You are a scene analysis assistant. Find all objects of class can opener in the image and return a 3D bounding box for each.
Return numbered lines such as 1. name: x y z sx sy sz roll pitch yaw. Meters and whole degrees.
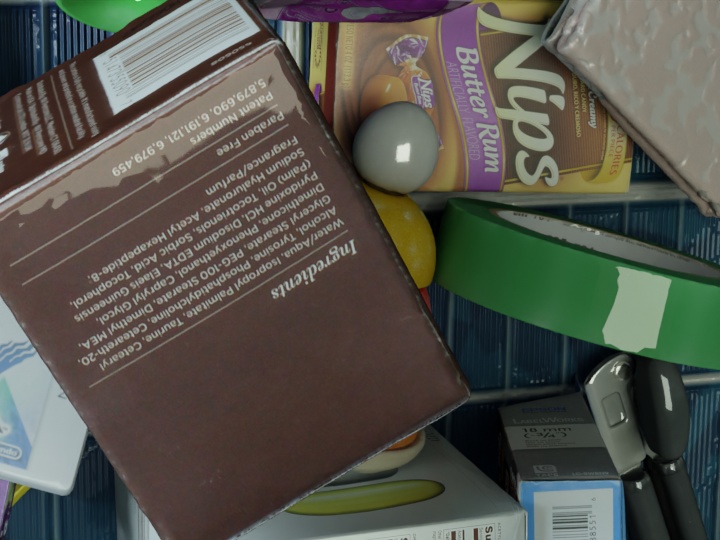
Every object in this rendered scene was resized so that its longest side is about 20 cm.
1. can opener: 0.197 0.144 1.192 0.052 0.066 0.202 -24 113 -13

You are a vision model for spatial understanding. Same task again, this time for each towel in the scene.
1. towel: 0.211 -0.164 1.102 0.191 0.032 0.201 38 76 -36

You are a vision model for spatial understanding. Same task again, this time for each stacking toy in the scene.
1. stacking toy: 0.000 0.000 1.032 0.145 0.146 0.202 17 106 -21

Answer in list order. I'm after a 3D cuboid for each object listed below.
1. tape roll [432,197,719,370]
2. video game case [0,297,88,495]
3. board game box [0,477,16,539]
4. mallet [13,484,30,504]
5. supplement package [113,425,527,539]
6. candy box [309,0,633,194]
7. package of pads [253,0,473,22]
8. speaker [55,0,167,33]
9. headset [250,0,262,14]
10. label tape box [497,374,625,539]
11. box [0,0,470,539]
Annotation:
1. tape roll: 0.141 0.006 1.066 0.199 0.200 0.049 11 99 -20
2. video game case: -0.223 0.003 0.949 0.198 0.022 0.184 18 74 -16
3. board game box: -0.235 0.058 0.979 0.119 0.032 0.202 11 76 -3
4. mallet: -0.192 0.110 1.070 0.200 0.066 0.041 -50 123 -19
5. supplement package: -0.028 0.187 1.053 0.198 0.191 0.149 -5 104 -18
6. candy box: 0.070 -0.108 1.095 0.198 0.056 0.118 -1 101 -20
7. package of pads: -0.005 -0.239 0.994 0.119 0.076 0.202 -2 91 -19
8. speaker: -0.113 -0.231 0.956 0.088 0.088 0.202 12 72 -20
9. headset: -0.080 -0.073 1.028 0.093 0.123 0.202 -16 123 -38
10. label tape box: 0.117 0.161 1.106 0.063 0.200 0.146 -3 103 -1
11. box: -0.076 -0.006 0.870 0.163 0.166 0.201 -30 113 -2
